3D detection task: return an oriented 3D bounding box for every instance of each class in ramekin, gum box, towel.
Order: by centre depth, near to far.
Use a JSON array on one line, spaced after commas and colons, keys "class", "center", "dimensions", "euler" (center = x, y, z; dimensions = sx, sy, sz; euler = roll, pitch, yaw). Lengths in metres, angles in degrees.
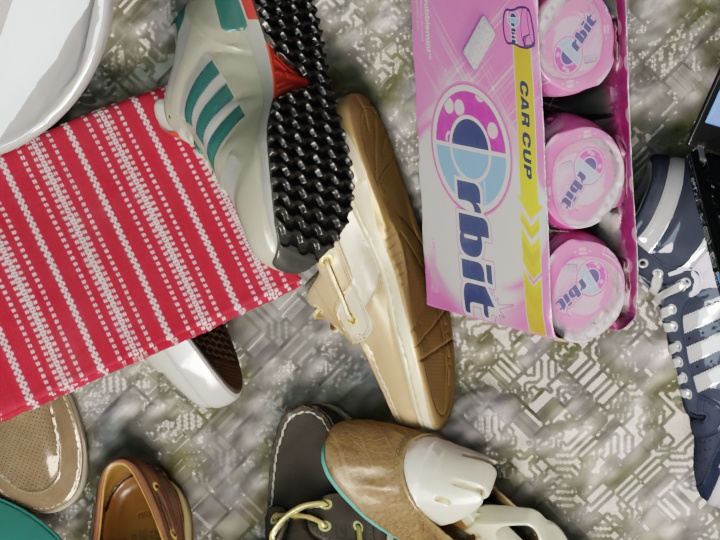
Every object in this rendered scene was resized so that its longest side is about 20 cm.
[{"class": "gum box", "center": [0.090, -0.063, 1.385], "dimensions": [0.066, 0.113, 0.201], "euler": [-13, 106, -33]}, {"class": "towel", "center": [-0.149, -0.013, 1.406], "dimensions": [0.199, 0.022, 0.145], "euler": [-24, 78, -21]}, {"class": "ramekin", "center": [-0.228, -0.164, 1.409], "dimensions": [0.201, 0.094, 0.204], "euler": [1, 101, 7]}]

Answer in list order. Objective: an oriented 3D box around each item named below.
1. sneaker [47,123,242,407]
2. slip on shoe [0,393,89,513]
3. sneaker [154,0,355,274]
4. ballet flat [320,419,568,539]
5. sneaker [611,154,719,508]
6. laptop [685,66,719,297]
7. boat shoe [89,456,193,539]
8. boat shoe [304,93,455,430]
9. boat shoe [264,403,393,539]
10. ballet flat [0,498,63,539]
[{"class": "sneaker", "center": [-0.151, 0.012, 1.463], "dimensions": [0.085, 0.073, 0.200], "euler": [-41, 85, 16]}, {"class": "slip on shoe", "center": [-0.221, 0.056, 1.482], "dimensions": [0.076, 0.061, 0.201], "euler": [-16, 101, 10]}, {"class": "sneaker", "center": [-0.065, -0.076, 1.391], "dimensions": [0.093, 0.070, 0.201], "euler": [-29, 57, 33]}, {"class": "ballet flat", "center": [0.069, 0.144, 1.443], "dimensions": [0.200, 0.068, 0.072], "euler": [42, 141, -20]}, {"class": "sneaker", "center": [0.185, 0.030, 1.425], "dimensions": [0.108, 0.070, 0.201], "euler": [10, 98, -1]}, {"class": "laptop", "center": [0.271, -0.046, 1.337], "dimensions": [0.176, 0.201, 0.103], "euler": [12, 145, -35]}, {"class": "boat shoe", "center": [-0.127, 0.202, 1.448], "dimensions": [0.072, 0.068, 0.201], "euler": [-13, 61, 7]}, {"class": "boat shoe", "center": [0.000, 0.000, 1.444], "dimensions": [0.069, 0.074, 0.201], "euler": [-13, 101, 21]}, {"class": "boat shoe", "center": [-0.020, 0.166, 1.441], "dimensions": [0.071, 0.061, 0.202], "euler": [-18, 67, 20]}, {"class": "ballet flat", "center": [-0.260, 0.160, 1.512], "dimensions": [0.199, 0.068, 0.069], "euler": [22, 142, 11]}]
